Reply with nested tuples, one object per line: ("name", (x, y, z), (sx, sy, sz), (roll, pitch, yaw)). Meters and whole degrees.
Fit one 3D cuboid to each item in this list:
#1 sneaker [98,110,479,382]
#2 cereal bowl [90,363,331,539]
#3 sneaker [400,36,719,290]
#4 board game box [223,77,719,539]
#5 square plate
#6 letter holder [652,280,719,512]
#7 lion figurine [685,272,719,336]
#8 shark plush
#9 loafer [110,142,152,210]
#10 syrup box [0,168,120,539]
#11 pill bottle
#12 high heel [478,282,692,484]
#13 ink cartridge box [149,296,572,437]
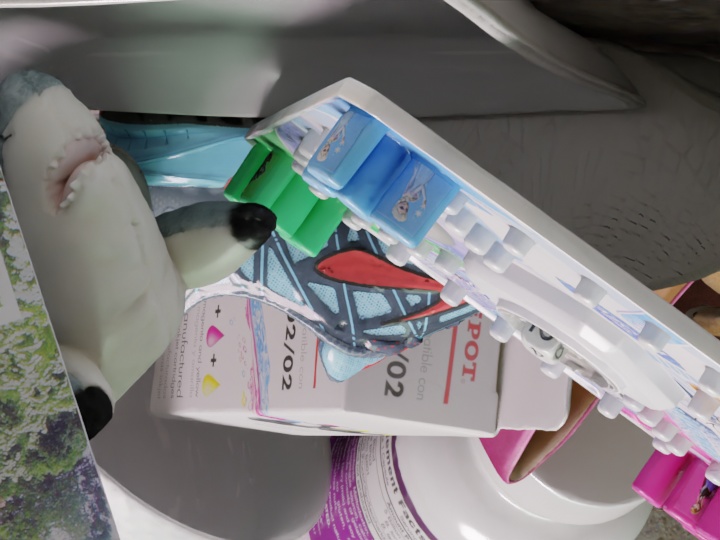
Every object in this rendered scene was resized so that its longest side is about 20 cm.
("sneaker", (0.012, -0.011, 0.924), (0.200, 0.096, 0.079), (6, -161, -2))
("cereal bowl", (-0.109, 0.049, 1.139), (0.083, 0.200, 0.200), (-39, 154, 26))
("sneaker", (0.112, -0.034, 0.853), (0.200, 0.075, 0.088), (1, -173, 9))
("board game box", (0.056, 0.022, 0.783), (0.200, 0.026, 0.200), (35, 174, -7))
("square plate", (-0.042, -0.067, 0.750), (0.200, 0.028, 0.198), (1, 176, 20))
("letter holder", (0.166, 0.043, 1.299), (0.200, 0.142, 0.101), (3, 175, -11))
("lion figurine", (0.150, -0.011, 1.083), (0.122, 0.073, 0.200), (-6, 168, 43))
("shark plush", (-0.096, 0.002, 0.841), (0.083, 0.091, 0.200), (42, 162, -4))
("loafer", (-0.157, -0.041, 0.894), (0.200, 0.070, 0.070), (11, 138, 15))
("syrup box", (-0.123, 0.050, 0.751), (0.079, 0.200, 0.081), (-21, -172, -29))
("pill bottle", (0.054, 0.082, 1.145), (0.112, 0.112, 0.200), (4, 159, -20))
("high heel", (0.109, 0.006, 0.971), (0.200, 0.096, 0.067), (-21, 161, 37))
("ink cartridge box", (0.000, 0.000, 1.018), (0.068, 0.115, 0.200), (10, 172, -29))
